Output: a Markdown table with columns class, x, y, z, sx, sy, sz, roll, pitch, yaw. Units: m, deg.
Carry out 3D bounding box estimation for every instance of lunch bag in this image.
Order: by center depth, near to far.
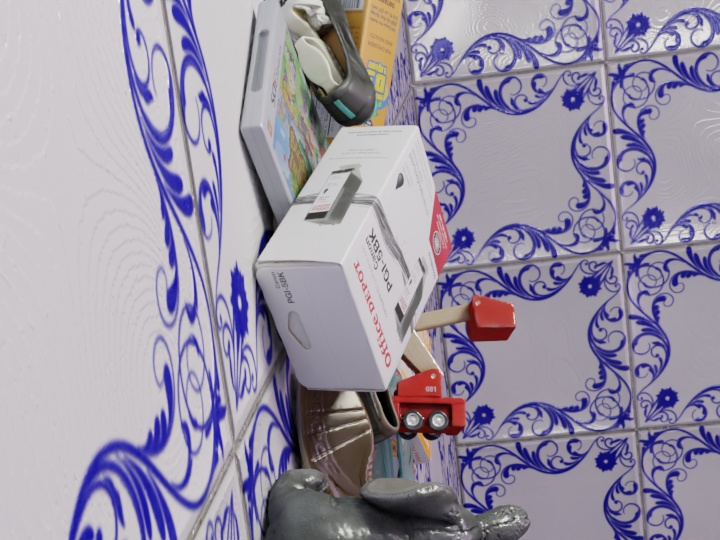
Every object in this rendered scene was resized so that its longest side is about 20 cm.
| class | x | y | z | sx | sy | sz | roll | pitch | yaw |
| --- | --- | --- | --- | --- | --- | --- | --- | --- | --- |
| lunch bag | 0.016 | 0.211 | 1.371 | 0.160 | 0.077 | 0.201 | -68 | 152 | -76 |

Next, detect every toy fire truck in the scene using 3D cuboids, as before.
| class | x | y | z | sx | sy | sz | roll | pitch | yaw |
| --- | --- | --- | --- | --- | --- | --- | --- | --- | --- |
| toy fire truck | 0.056 | 0.096 | 1.281 | 0.049 | 0.199 | 0.142 | 106 | -15 | -69 |

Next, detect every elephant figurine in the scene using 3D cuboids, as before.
| class | x | y | z | sx | sy | sz | roll | pitch | yaw |
| --- | --- | --- | --- | --- | --- | --- | --- | --- | --- |
| elephant figurine | 0.032 | 0.209 | 0.983 | 0.155 | 0.199 | 0.142 | -87 | 169 | -53 |

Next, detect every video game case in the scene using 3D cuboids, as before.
| class | x | y | z | sx | sy | sz | roll | pitch | yaw |
| --- | --- | --- | --- | --- | --- | --- | --- | --- | --- |
| video game case | -0.062 | -0.112 | 1.159 | 0.182 | 0.022 | 0.200 | -87 | 165 | -44 |

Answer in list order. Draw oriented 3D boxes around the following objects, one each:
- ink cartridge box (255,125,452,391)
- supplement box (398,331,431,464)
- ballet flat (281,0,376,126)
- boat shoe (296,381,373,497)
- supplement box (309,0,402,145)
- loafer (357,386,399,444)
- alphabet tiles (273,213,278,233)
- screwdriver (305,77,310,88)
| class | x | y | z | sx | sy | sz | roll | pitch | yaw |
| --- | --- | --- | --- | --- | --- | --- | --- | --- | --- |
| ink cartridge box | 0.001 | -0.012 | 1.118 | 0.200 | 0.083 | 0.147 | -62 | 143 | -44 |
| supplement box | 0.037 | 0.123 | 1.552 | 0.200 | 0.073 | 0.126 | -87 | 159 | -45 |
| ballet flat | -0.041 | -0.226 | 1.248 | 0.068 | 0.068 | 0.200 | 23 | 32 | -50 |
| boat shoe | -0.024 | 0.187 | 1.153 | 0.065 | 0.072 | 0.201 | -32 | -108 | 57 |
| supplement box | -0.007 | -0.214 | 1.315 | 0.066 | 0.069 | 0.201 | 10 | 90 | -54 |
| loafer | 0.002 | 0.067 | 1.214 | 0.072 | 0.063 | 0.201 | 7 | 71 | -50 |
| alphabet tiles | -0.058 | -0.038 | 1.239 | 0.196 | 0.015 | 0.201 | 70 | 16 | -63 |
| screwdriver | -0.038 | -0.172 | 1.453 | 0.029 | 0.028 | 0.200 | 50 | -16 | 44 |
